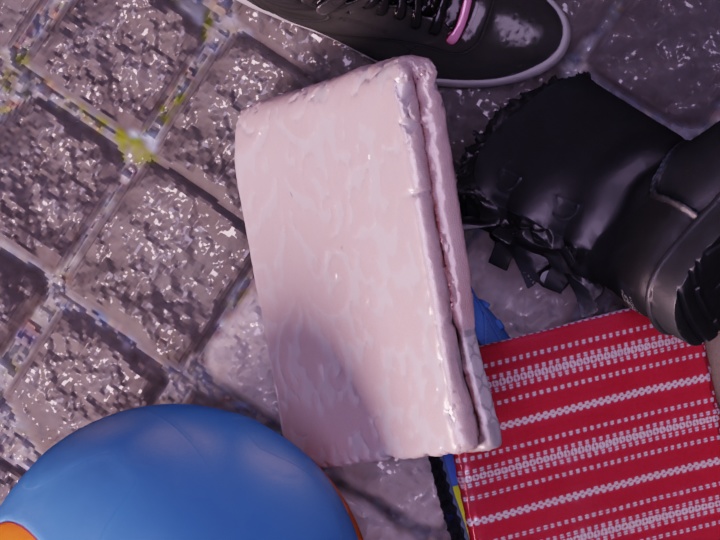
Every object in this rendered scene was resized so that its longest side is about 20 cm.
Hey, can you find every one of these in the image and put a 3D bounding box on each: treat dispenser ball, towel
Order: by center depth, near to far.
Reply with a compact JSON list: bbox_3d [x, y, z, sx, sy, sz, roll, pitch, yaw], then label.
[{"bbox_3d":[-0.092,0.167,1.355,0.200,0.201,0.202,0,89,6],"label":"treat dispenser ball"},{"bbox_3d":[0.000,0.000,1.356,0.032,0.200,0.192,-10,90,-27],"label":"towel"},{"bbox_3d":[0.121,0.123,1.382,0.144,0.022,0.201,-13,99,-16],"label":"towel"}]

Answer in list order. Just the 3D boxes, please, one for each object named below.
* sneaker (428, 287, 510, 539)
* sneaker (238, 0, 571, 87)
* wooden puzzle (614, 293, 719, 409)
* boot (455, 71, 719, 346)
[{"bbox_3d":[0.065,0.057,1.413,0.078,0.066,0.201,-17,89,-6],"label":"sneaker"},{"bbox_3d":[0.010,-0.144,1.402,0.199,0.099,0.071,18,89,5],"label":"sneaker"},{"bbox_3d":[0.253,-0.001,1.390,0.200,0.037,0.185,-45,69,8],"label":"wooden puzzle"},{"bbox_3d":[0.156,-0.058,1.376,0.198,0.073,0.162,-46,46,-16],"label":"boot"}]
